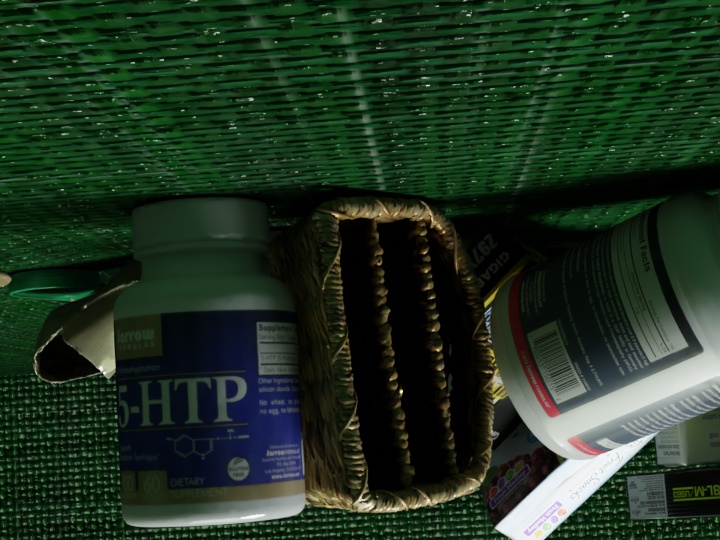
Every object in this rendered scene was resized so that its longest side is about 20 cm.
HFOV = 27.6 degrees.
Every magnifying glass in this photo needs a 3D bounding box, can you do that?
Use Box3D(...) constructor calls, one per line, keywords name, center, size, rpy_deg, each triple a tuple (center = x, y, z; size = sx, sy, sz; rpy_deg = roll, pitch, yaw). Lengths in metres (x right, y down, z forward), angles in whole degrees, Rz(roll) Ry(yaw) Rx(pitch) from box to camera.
Box3D(name="magnifying glass", center=(-0.265, 0.017, 1.349), size=(0.079, 0.023, 0.200), rpy_deg=(-4, 172, 4))

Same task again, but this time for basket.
Box3D(name="basket", center=(0.028, 0.055, 0.979), size=(0.142, 0.202, 0.149), rpy_deg=(-5, 173, -18))

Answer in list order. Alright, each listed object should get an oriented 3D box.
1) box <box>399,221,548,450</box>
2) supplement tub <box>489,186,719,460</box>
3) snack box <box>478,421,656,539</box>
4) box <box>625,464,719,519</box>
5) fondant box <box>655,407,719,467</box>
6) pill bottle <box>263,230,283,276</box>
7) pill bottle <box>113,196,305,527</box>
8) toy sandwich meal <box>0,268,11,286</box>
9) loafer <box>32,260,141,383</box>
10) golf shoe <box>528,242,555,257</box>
Box3D(name="box", center=(0.106, 0.058, 1.171), size=(0.160, 0.049, 0.200), rpy_deg=(-48, 147, 9))
Box3D(name="supplement tub", center=(0.201, 0.033, 0.996), size=(0.199, 0.141, 0.140), rpy_deg=(-27, 163, 29))
Box3D(name="snack box", center=(0.181, 0.123, 1.263), size=(0.053, 0.200, 0.142), rpy_deg=(37, -163, -25))
Box3D(name="box", center=(0.367, 0.187, 1.277), size=(0.192, 0.048, 0.200), rpy_deg=(3, 169, -31))
Box3D(name="fondant box", center=(0.329, 0.067, 1.298), size=(0.143, 0.202, 0.058), rpy_deg=(-3, 174, -14))
Box3D(name="pill bottle", center=(-0.066, 0.075, 1.112), size=(0.111, 0.202, 0.112), rpy_deg=(-2, 173, 0))
Box3D(name="pill bottle", center=(-0.099, 0.059, 0.945), size=(0.119, 0.202, 0.120), rpy_deg=(-4, 174, 0))
Box3D(name="toy sandwich meal", center=(-0.370, 0.030, 1.138), size=(0.203, 0.071, 0.205), rpy_deg=(-4, 174, 0))
Box3D(name="loafer", center=(-0.209, 0.052, 1.248), size=(0.199, 0.069, 0.076), rpy_deg=(-26, 120, 40))
Box3D(name="golf shoe", center=(0.145, 0.020, 1.335), size=(0.094, 0.078, 0.200), rpy_deg=(-6, 173, 27))
